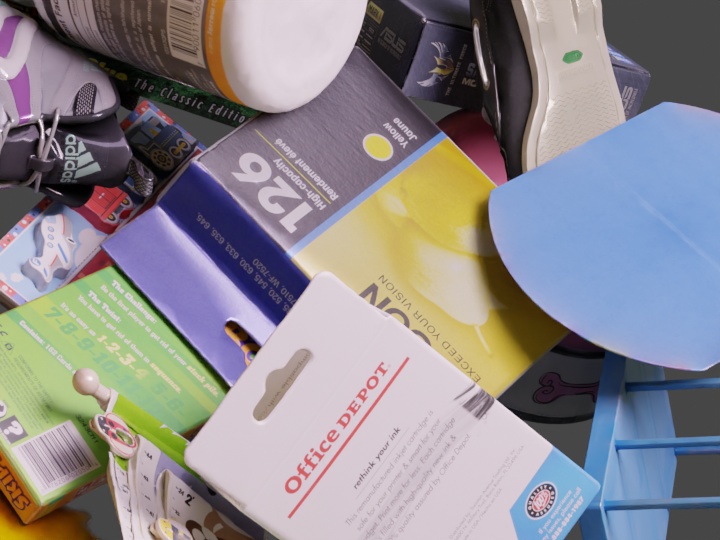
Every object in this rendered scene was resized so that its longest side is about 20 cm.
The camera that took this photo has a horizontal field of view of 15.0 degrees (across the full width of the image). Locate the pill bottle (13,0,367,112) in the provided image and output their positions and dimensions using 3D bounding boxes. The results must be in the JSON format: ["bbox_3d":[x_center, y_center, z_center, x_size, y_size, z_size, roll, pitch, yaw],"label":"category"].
[{"bbox_3d":[-0.104,-0.164,1.448,0.200,0.117,0.116,22,29,30],"label":"pill bottle"}]

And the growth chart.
[{"bbox_3d":[-0.066,0.143,1.275,0.145,0.018,0.200,35,21,-38],"label":"growth chart"}]

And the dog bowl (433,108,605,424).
[{"bbox_3d":[0.093,-0.012,1.579,0.200,0.074,0.200,21,41,-20],"label":"dog bowl"}]

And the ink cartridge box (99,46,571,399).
[{"bbox_3d":[0.000,0.000,1.425,0.198,0.047,0.200,46,47,5],"label":"ink cartridge box"}]

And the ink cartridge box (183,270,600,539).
[{"bbox_3d":[0.004,0.089,1.315,0.200,0.116,0.068,39,-5,-30],"label":"ink cartridge box"}]

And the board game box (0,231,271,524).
[{"bbox_3d":[-0.116,0.046,1.369,0.200,0.030,0.096,-27,76,-41],"label":"board game box"}]

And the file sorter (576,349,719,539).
[{"bbox_3d":[0.195,0.108,1.449,0.123,0.139,0.200,-3,37,15],"label":"file sorter"}]

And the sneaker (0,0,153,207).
[{"bbox_3d":[-0.173,-0.063,1.395,0.140,0.078,0.200,25,38,6],"label":"sneaker"}]

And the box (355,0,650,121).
[{"bbox_3d":[0.059,-0.145,1.640,0.158,0.051,0.200,10,18,-27],"label":"box"}]

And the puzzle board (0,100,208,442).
[{"bbox_3d":[-0.100,-0.002,1.462,0.151,0.017,0.200,38,38,0],"label":"puzzle board"}]

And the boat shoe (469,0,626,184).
[{"bbox_3d":[0.099,-0.095,1.511,0.072,0.068,0.200,-10,94,-34],"label":"boat shoe"}]

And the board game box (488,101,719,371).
[{"bbox_3d":[0.166,-0.007,1.460,0.200,0.039,0.158,-28,56,-31],"label":"board game box"}]

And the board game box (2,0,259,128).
[{"bbox_3d":[-0.118,-0.135,1.573,0.200,0.023,0.105,17,34,-24],"label":"board game box"}]
